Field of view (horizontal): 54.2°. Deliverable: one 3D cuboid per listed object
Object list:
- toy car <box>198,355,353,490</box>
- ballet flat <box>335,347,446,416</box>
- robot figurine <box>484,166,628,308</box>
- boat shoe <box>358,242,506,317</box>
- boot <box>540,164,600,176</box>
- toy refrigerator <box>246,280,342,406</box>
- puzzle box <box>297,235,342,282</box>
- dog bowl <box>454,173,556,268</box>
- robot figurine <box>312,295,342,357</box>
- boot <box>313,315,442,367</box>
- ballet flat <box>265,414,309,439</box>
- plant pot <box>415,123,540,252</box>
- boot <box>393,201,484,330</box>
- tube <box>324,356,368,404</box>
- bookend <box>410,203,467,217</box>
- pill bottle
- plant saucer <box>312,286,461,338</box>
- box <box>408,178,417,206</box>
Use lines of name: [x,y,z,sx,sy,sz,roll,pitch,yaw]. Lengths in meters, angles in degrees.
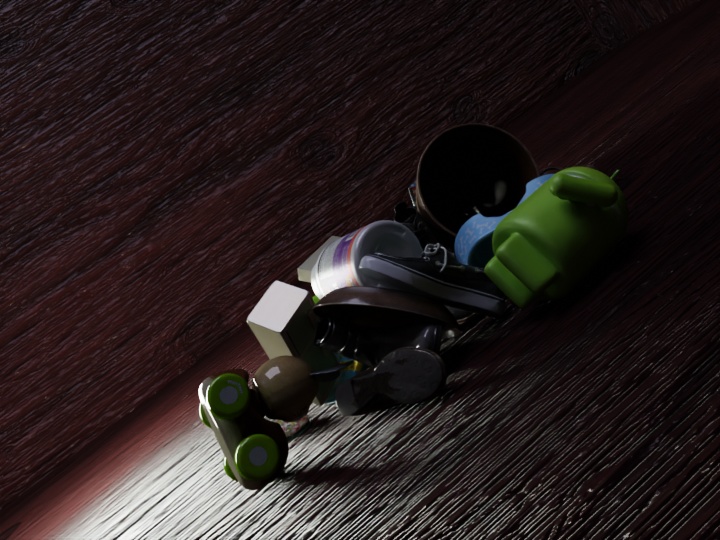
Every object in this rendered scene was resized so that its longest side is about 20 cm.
toy car: [-0.101,0.180,0.942,0.199,0.159,0.164,-25,-8,-22]
ballet flat: [0.040,0.139,0.860,0.046,0.068,0.200,-2,-20,-39]
robot figurine: [0.238,-0.045,0.840,0.200,0.116,0.176,-39,-15,-24]
boat shoe: [0.097,0.002,0.888,0.074,0.198,0.069,142,143,-78]
boot: [0.289,-0.096,1.190,0.200,0.064,0.186,-43,7,-15]
toy refrigerator: [-0.087,0.112,1.035,0.070,0.201,0.076,17,57,30]
puzzle box: [0.008,-0.007,1.218,0.199,0.026,0.133,11,32,24]
dog bowl: [0.225,-0.047,0.961,0.199,0.112,0.050,-32,25,15]
robot figurine: [-0.058,0.101,1.225,0.200,0.116,0.175,-39,2,-9]
boot: [0.013,0.094,0.912,0.200,0.131,0.070,144,143,-63]
ballet flat: [-0.150,0.233,1.091,0.076,0.064,0.200,-40,9,-36]
plant pot: [0.164,-0.102,1.121,0.187,0.187,0.200,-37,-9,-14]
boot: [0.101,-0.009,1.011,0.077,0.139,0.200,-29,26,-7]
tube: [0.005,0.115,1.079,0.201,0.050,0.077,-64,14,-24]
bookend: [0.190,-0.107,1.341,0.199,0.093,0.199,-15,12,16]
pill bottle: [0.000,0.000,1.035,0.111,0.112,0.200,-39,8,-25]
plant saucer: [0.036,0.056,0.934,0.200,0.199,0.032,-21,56,64]
box: [0.196,-0.178,1.323,0.199,0.040,0.137,-16,10,15]
